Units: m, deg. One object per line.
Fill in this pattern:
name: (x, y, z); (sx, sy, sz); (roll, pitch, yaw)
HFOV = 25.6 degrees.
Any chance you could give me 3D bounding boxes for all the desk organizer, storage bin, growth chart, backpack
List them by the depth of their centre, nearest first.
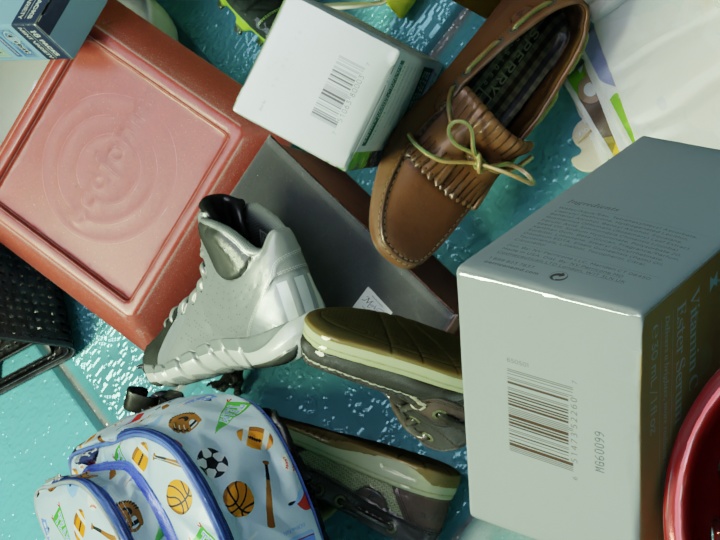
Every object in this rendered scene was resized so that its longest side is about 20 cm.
growth chart: (0.191, -0.112, 0.986); (0.144, 0.018, 0.201); (-23, 70, 30)
backpack: (-0.107, 0.167, 1.006); (0.190, 0.154, 0.201); (-27, 91, 50)
desk organizer: (0.000, 0.000, 1.061); (0.200, 0.077, 0.072); (45, 108, 31)
storage bin: (-0.333, 0.033, 1.208); (0.135, 0.200, 0.094); (-26, 68, 28)

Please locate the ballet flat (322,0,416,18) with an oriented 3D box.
ballet flat: (-0.051, -0.219, 1.095); (0.199, 0.067, 0.067); (13, 103, -4)

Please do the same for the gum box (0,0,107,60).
gum box: (-0.247, -0.236, 1.187); (0.199, 0.045, 0.170); (5, 62, 44)

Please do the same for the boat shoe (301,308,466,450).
boat shoe: (0.052, 0.076, 0.943); (0.073, 0.199, 0.065); (-118, 49, -65)

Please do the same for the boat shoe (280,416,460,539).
boat shoe: (-0.029, 0.138, 1.060); (0.199, 0.073, 0.065); (11, 84, 36)

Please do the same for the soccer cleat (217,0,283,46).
soccer cleat: (-0.070, -0.222, 1.156); (0.081, 0.067, 0.200); (-45, 58, 16)

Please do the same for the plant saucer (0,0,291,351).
plant saucer: (-0.176, -0.073, 1.138); (0.200, 0.037, 0.200); (35, 98, 18)

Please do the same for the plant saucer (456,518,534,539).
plant saucer: (0.118, 0.227, 0.965); (0.200, 0.039, 0.202); (-6, 79, 34)

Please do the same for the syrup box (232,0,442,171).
syrup box: (-0.008, -0.118, 1.008); (0.081, 0.200, 0.079); (28, 99, 7)

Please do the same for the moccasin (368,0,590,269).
moccasin: (0.077, -0.088, 0.987); (0.202, 0.074, 0.078); (-50, 23, -9)

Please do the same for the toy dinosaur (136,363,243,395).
toy dinosaur: (-0.112, 0.040, 1.153); (0.199, 0.047, 0.089); (11, 81, 32)

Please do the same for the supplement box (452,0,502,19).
supplement box: (0.068, -0.295, 0.992); (0.132, 0.197, 0.201); (-23, 70, 29)

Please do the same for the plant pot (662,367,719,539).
plant pot: (0.274, 0.123, 0.787); (0.200, 0.182, 0.202); (-6, 79, 32)

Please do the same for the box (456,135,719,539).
box: (0.151, 0.037, 0.849); (0.106, 0.200, 0.153); (15, 123, 35)

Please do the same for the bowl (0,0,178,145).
bowl: (-0.228, -0.133, 1.243); (0.199, 0.075, 0.201); (19, 94, 35)

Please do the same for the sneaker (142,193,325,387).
sneaker: (-0.091, 0.009, 1.049); (0.200, 0.075, 0.116); (-15, 94, 50)
